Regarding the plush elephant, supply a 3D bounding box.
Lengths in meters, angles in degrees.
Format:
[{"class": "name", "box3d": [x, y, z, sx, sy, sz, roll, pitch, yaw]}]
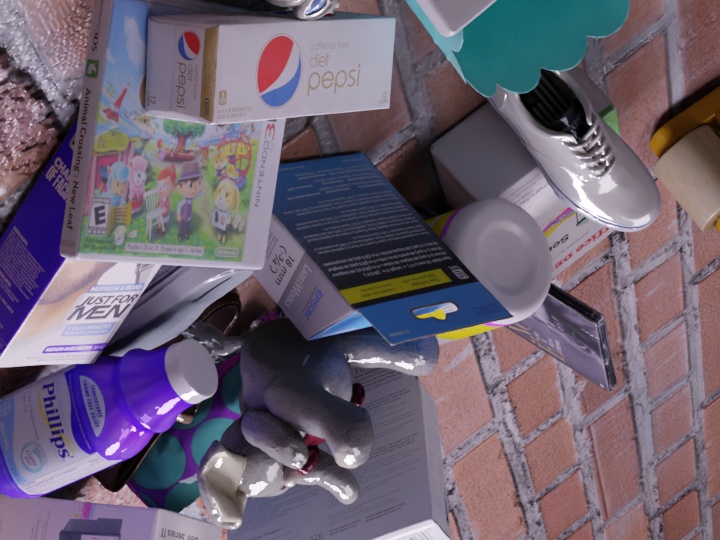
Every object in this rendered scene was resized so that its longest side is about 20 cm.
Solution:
[{"class": "plush elephant", "box3d": [-0.054, 0.126, 1.727, 0.165, 0.200, 0.155, -60, 159, -51]}]

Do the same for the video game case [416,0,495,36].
[{"class": "video game case", "box3d": [0.067, -0.283, 1.395, 0.182, 0.200, 0.024, -40, -163, -10]}]

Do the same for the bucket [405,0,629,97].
[{"class": "bucket", "box3d": [0.111, -0.242, 1.552, 0.207, 0.135, 0.207, -30, 152, -18]}]

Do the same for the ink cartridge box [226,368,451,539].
[{"class": "ink cartridge box", "box3d": [-0.024, 0.176, 1.875, 0.199, 0.200, 0.041, -22, 135, 18]}]

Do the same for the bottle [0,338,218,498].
[{"class": "bottle", "box3d": [-0.199, 0.108, 1.662, 0.200, 0.084, 0.065, -24, 166, 28]}]

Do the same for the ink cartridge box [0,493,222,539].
[{"class": "ink cartridge box", "box3d": [-0.195, 0.231, 1.809, 0.117, 0.200, 0.067, 31, 65, -63]}]

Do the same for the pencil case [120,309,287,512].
[{"class": "pencil case", "box3d": [-0.120, 0.121, 1.857, 0.200, 0.085, 0.092, -41, 115, 3]}]

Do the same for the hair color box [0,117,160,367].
[{"class": "hair color box", "box3d": [-0.194, -0.022, 1.568, 0.109, 0.065, 0.200, 0, 131, -54]}]

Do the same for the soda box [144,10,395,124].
[{"class": "soda box", "box3d": [-0.059, -0.141, 1.495, 0.200, 0.064, 0.068, -11, 108, -52]}]

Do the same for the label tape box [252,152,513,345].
[{"class": "label tape box", "box3d": [0.000, 0.000, 1.700, 0.144, 0.200, 0.063, -11, 141, -44]}]

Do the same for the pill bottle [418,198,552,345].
[{"class": "pill bottle", "box3d": [0.062, 0.010, 1.833, 0.104, 0.104, 0.200, -18, 179, -37]}]

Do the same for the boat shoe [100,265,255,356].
[{"class": "boat shoe", "box3d": [-0.156, 0.010, 1.663, 0.200, 0.067, 0.073, -31, 162, 35]}]

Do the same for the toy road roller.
[{"class": "toy road roller", "box3d": [0.378, -0.107, 2.129, 0.200, 0.123, 0.146, -33, 164, -16]}]

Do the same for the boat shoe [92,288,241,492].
[{"class": "boat shoe", "box3d": [-0.157, 0.098, 1.787, 0.200, 0.072, 0.072, -47, 153, 11]}]

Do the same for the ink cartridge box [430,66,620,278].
[{"class": "ink cartridge box", "box3d": [0.154, -0.077, 1.914, 0.145, 0.084, 0.200, -37, 152, -8]}]

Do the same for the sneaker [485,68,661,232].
[{"class": "sneaker", "box3d": [0.172, -0.104, 1.774, 0.073, 0.200, 0.071, -49, -168, -6]}]

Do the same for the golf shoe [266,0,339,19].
[{"class": "golf shoe", "box3d": [-0.020, -0.263, 1.424, 0.097, 0.078, 0.200, 19, 108, -35]}]

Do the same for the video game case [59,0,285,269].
[{"class": "video game case", "box3d": [-0.120, -0.094, 1.496, 0.200, 0.022, 0.183, 3, 97, -54]}]

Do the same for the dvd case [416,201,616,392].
[{"class": "dvd case", "box3d": [0.135, 0.024, 1.919, 0.016, 0.200, 0.149, -51, 156, -14]}]
